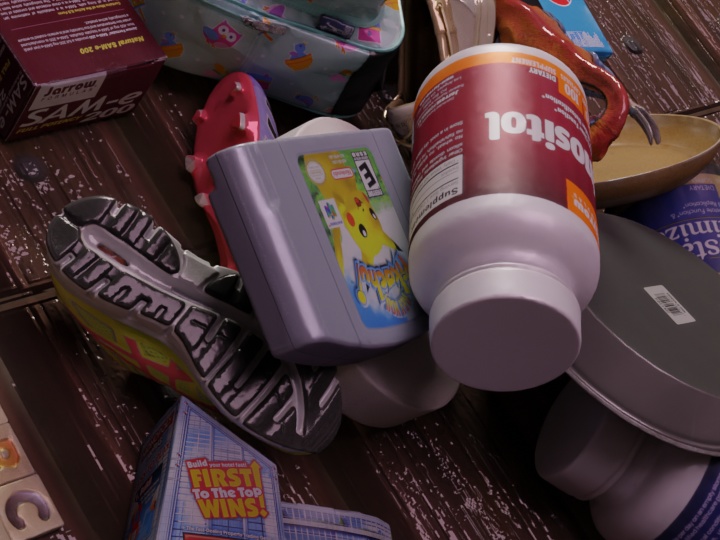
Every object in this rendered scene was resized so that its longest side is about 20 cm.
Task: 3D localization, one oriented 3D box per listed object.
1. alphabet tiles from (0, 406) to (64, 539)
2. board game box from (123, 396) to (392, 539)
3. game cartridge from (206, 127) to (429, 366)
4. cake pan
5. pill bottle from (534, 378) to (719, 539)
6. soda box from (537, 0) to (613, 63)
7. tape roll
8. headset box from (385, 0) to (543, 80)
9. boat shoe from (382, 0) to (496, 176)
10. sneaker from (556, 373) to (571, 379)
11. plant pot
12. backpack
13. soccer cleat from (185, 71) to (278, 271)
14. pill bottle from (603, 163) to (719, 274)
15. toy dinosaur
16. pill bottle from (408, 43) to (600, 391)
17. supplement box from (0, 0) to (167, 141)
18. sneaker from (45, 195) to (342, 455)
[{"bbox_3d":[-0.254,0.118,0.784,0.199,0.006,0.167,-16,67,-44],"label":"alphabet tiles"},{"bbox_3d":[-0.055,0.174,0.847,0.199,0.062,0.201,12,51,-29],"label":"board game box"},{"bbox_3d":[-0.008,-0.014,0.912,0.200,0.040,0.134,-17,87,-62],"label":"game cartridge"},{"bbox_3d":[0.190,0.034,1.006,0.199,0.037,0.201,23,32,-16],"label":"cake pan"},{"bbox_3d":[0.222,0.145,1.035,0.199,0.120,0.120,31,43,-13],"label":"pill bottle"},{"bbox_3d":[0.129,-0.241,1.318,0.064,0.068,0.201,-5,60,-39],"label":"soda box"},{"bbox_3d":[0.000,0.000,0.992,0.203,0.037,0.204,42,36,-40],"label":"tape roll"},{"bbox_3d":[0.050,-0.235,1.248,0.148,0.077,0.201,-6,62,-39],"label":"headset box"},{"bbox_3d":[0.048,-0.111,1.102,0.069,0.074,0.201,2,90,-33],"label":"boat shoe"},{"bbox_3d":[0.106,0.013,1.071,0.200,0.070,0.109,13,48,-56],"label":"sneaker"},{"bbox_3d":[0.169,-0.078,1.156,0.200,0.199,0.028,-30,115,-47],"label":"plant pot"},{"bbox_3d":[-0.070,-0.216,1.084,0.199,0.154,0.177,9,54,-14],"label":"backpack"},{"bbox_3d":[-0.063,-0.039,1.020,0.076,0.067,0.201,22,44,-43],"label":"soccer cleat"},{"bbox_3d":[0.254,0.028,1.161,0.111,0.112,0.201,13,49,-29],"label":"pill bottle"},{"bbox_3d":[0.120,-0.142,1.095,0.105,0.181,0.200,-39,110,-10],"label":"toy dinosaur"},{"bbox_3d":[0.085,-0.032,0.932,0.113,0.113,0.201,22,45,-21],"label":"pill bottle"},{"bbox_3d":[-0.227,-0.187,1.012,0.109,0.061,0.200,-20,69,-44],"label":"supplement box"},{"bbox_3d":[-0.097,0.038,0.902,0.200,0.090,0.078,39,60,-1],"label":"sneaker"}]
